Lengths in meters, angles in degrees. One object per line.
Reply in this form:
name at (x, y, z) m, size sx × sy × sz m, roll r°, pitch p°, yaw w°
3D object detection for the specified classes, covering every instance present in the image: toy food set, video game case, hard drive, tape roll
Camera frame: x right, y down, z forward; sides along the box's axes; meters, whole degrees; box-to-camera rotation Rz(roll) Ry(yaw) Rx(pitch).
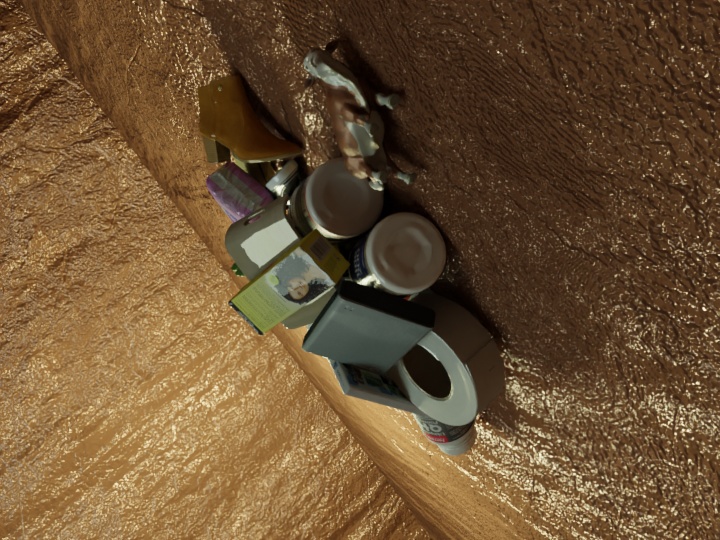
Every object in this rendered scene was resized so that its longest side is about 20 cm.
toy food set at (-0.097, -0.007, 1.125) m, size 0.143 × 0.060 × 0.200 m, roll -21°, pitch 112°, yaw 41°
video game case at (0.021, 0.156, 1.265) m, size 0.200 × 0.022 × 0.182 m, roll 23°, pitch -155°, yaw -38°
hard drive at (0.006, 0.088, 1.100) m, size 0.139 × 0.033 × 0.200 m, roll 19°, pitch 149°, yaw -11°
tape roll at (0.121, 0.136, 1.157) m, size 0.202 × 0.071 × 0.203 m, roll 34°, pitch 143°, yaw 31°

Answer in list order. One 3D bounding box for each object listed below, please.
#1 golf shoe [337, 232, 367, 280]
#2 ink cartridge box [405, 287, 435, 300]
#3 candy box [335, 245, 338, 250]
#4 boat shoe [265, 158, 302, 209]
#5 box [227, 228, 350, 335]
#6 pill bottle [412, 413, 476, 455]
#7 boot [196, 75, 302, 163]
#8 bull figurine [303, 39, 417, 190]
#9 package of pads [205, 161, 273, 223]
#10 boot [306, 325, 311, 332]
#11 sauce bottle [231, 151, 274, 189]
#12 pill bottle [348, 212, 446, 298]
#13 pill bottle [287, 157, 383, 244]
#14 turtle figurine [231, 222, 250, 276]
golf shoe at (0.000, 0.000, 1.298) m, size 0.095 × 0.078 × 0.200 m, roll 59°, pitch 169°, yaw 10°
ink cartridge box at (0.090, 0.066, 1.273) m, size 0.200 × 0.050 × 0.162 m, roll 46°, pitch 165°, yaw 6°
candy box at (-0.064, -0.023, 1.502) m, size 0.117 × 0.056 × 0.200 m, roll 38°, pitch 159°, yaw 42°
boat shoe at (-0.131, -0.147, 1.381) m, size 0.066 × 0.070 × 0.200 m, roll 44°, pitch 166°, yaw -4°
box at (-0.105, 0.021, 1.074) m, size 0.075 × 0.050 × 0.200 m, roll 46°, pitch 135°, yaw -9°
pill bottle at (0.155, 0.261, 1.435) m, size 0.111 × 0.111 × 0.200 m, roll 33°, pitch 158°, yaw 49°
boot at (-0.195, -0.257, 1.282) m, size 0.201 × 0.071 × 0.145 m, roll 3°, pitch 106°, yaw 27°
bull figurine at (-0.001, -0.179, 0.904) m, size 0.121 × 0.065 × 0.200 m, roll 42°, pitch 164°, yaw 41°
package of pads at (-0.208, -0.113, 1.436) m, size 0.120 × 0.076 × 0.200 m, roll 43°, pitch 170°, yaw 20°
boot at (-0.030, 0.058, 1.429) m, size 0.074 × 0.096 × 0.200 m, roll 43°, pitch 140°, yaw -4°
sauce bottle at (-0.210, -0.226, 1.430) m, size 0.065 × 0.065 × 0.200 m, roll 43°, pitch 162°, yaw 28°
pill bottle at (0.043, -0.011, 1.098) m, size 0.111 × 0.111 × 0.200 m, roll 51°, pitch 166°, yaw -1°
pill bottle at (-0.045, -0.097, 1.149) m, size 0.114 × 0.114 × 0.200 m, roll 52°, pitch 166°, yaw -7°
turtle figurine at (-0.173, 0.009, 1.354) m, size 0.199 × 0.144 × 0.194 m, roll 5°, pitch 160°, yaw 35°
